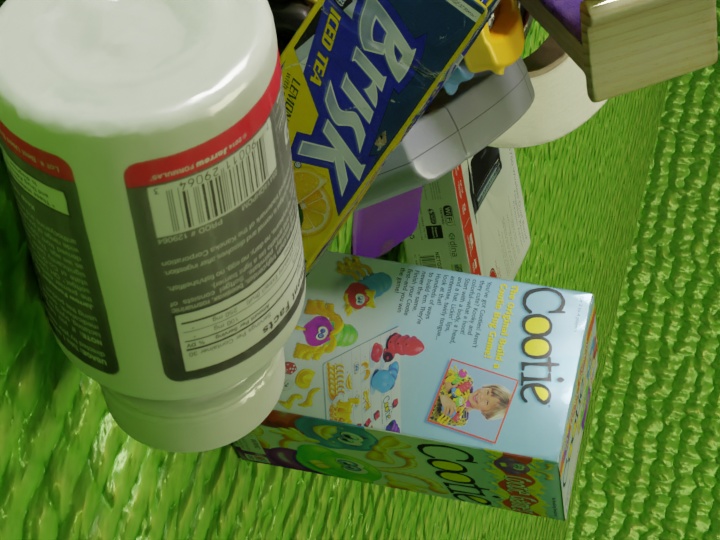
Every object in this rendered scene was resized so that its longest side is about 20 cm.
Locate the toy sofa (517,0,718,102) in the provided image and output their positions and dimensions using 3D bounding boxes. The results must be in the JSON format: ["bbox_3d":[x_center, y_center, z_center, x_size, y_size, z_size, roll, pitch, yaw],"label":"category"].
[{"bbox_3d":[0.127,-0.192,1.071,0.200,0.082,0.098,-121,-163,-51],"label":"toy sofa"}]

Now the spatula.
[{"bbox_3d":[0.000,0.000,1.170,0.056,0.021,0.200,-30,163,-27],"label":"spatula"}]

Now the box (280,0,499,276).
[{"bbox_3d":[-0.015,-0.072,0.874,0.201,0.070,0.064,-54,-179,26],"label":"box"}]

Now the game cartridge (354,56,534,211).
[{"bbox_3d":[0.026,-0.077,1.072,0.200,0.132,0.042,-41,113,-59],"label":"game cartridge"}]

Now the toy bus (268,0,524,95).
[{"bbox_3d":[0.040,-0.163,0.980,0.136,0.190,0.202,-55,152,-65],"label":"toy bus"}]

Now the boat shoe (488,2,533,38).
[{"bbox_3d":[0.089,-0.221,1.254,0.062,0.071,0.202,15,90,-33],"label":"boat shoe"}]

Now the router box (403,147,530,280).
[{"bbox_3d":[0.073,-0.075,1.391,0.180,0.048,0.202,-57,139,-60],"label":"router box"}]

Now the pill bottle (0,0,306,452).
[{"bbox_3d":[-0.079,-0.020,0.737,0.201,0.110,0.111,85,19,-46],"label":"pill bottle"}]

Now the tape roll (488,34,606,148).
[{"bbox_3d":[0.099,-0.181,1.204,0.037,0.201,0.205,26,-68,60],"label":"tape roll"}]

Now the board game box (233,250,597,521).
[{"bbox_3d":[0.029,0.063,1.059,0.103,0.198,0.106,72,31,-63],"label":"board game box"}]
